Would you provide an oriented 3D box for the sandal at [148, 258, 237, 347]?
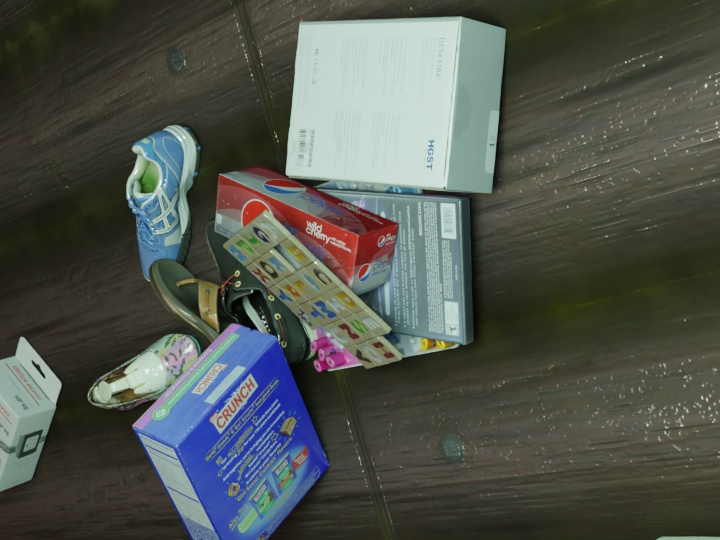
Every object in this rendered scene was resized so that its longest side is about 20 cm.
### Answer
[{"bbox_3d":[-0.168,0.051,1.394,0.200,0.082,0.055,47,111,24],"label":"sandal"}]

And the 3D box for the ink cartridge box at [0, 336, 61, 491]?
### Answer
[{"bbox_3d":[-0.514,0.209,1.744,0.116,0.067,0.200,43,126,26],"label":"ink cartridge box"}]

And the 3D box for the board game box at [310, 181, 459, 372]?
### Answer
[{"bbox_3d":[0.000,0.000,1.263,0.200,0.026,0.201,-15,91,42],"label":"board game box"}]

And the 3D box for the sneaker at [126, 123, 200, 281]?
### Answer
[{"bbox_3d":[-0.248,-0.077,1.429,0.076,0.077,0.201,24,117,33],"label":"sneaker"}]

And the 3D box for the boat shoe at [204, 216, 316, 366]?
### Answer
[{"bbox_3d":[-0.123,0.020,1.355,0.074,0.063,0.202,-43,70,42],"label":"boat shoe"}]

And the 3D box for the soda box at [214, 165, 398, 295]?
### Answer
[{"bbox_3d":[-0.059,-0.044,1.220,0.200,0.063,0.070,25,118,34],"label":"soda box"}]

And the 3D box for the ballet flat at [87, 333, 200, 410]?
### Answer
[{"bbox_3d":[-0.282,0.138,1.517,0.200,0.071,0.069,-28,81,42],"label":"ballet flat"}]

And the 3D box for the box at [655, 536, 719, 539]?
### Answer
[{"bbox_3d":[0.294,0.343,1.022,0.109,0.128,0.201,-9,94,43],"label":"box"}]

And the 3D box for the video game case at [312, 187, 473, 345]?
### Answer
[{"bbox_3d":[0.027,-0.008,1.207,0.200,0.019,0.143,7,106,41],"label":"video game case"}]

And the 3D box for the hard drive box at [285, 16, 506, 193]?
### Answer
[{"bbox_3d":[0.030,-0.158,1.143,0.200,0.077,0.156,9,96,40],"label":"hard drive box"}]

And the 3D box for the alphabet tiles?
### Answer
[{"bbox_3d":[-0.046,0.027,1.205,0.200,0.008,0.167,44,159,-8],"label":"alphabet tiles"}]

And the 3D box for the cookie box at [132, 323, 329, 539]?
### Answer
[{"bbox_3d":[-0.133,0.189,1.287,0.075,0.171,0.200,13,136,36],"label":"cookie box"}]
